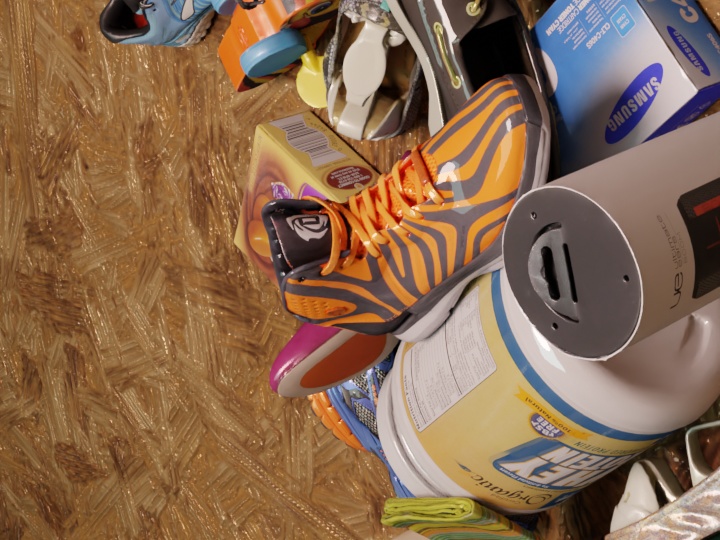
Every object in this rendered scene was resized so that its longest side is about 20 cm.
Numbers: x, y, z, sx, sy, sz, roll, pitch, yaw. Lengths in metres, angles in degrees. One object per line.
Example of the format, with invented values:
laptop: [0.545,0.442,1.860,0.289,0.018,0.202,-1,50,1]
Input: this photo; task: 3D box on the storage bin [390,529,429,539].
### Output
storage bin: [0.079,0.310,0.993,0.199,0.094,0.200,51,141,24]

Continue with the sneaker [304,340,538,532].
sneaker: [0.052,0.115,0.904,0.200,0.075,0.078,41,126,-15]

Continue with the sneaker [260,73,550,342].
sneaker: [0.015,-0.026,0.695,0.200,0.112,0.078,-59,36,43]

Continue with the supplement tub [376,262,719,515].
supplement tub: [0.106,0.058,0.783,0.145,0.144,0.200,59,144,13]

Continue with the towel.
towel: [0.111,0.189,0.838,0.200,0.018,0.086,32,155,-28]

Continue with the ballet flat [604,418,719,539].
ballet flat: [0.195,0.127,0.758,0.200,0.068,0.067,-40,68,33]

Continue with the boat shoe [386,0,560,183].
boat shoe: [0.063,-0.134,0.736,0.061,0.072,0.202,-1,111,50]

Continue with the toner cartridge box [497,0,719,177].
toner cartridge box: [0.122,-0.091,0.773,0.095,0.043,0.200,59,143,13]

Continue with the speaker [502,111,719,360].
speaker: [0.160,-0.029,0.619,0.081,0.200,0.081,28,129,42]

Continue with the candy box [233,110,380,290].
candy box: [-0.008,-0.012,0.973,0.200,0.056,0.117,43,137,29]

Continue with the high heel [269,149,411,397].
high heel: [0.000,0.000,0.852,0.096,0.200,0.067,41,149,26]

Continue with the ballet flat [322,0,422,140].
ballet flat: [0.005,-0.122,0.837,0.072,0.072,0.200,56,161,17]

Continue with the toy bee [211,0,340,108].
toy bee: [-0.040,-0.176,0.911,0.200,0.109,0.131,-145,33,-72]

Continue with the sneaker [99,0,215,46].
sneaker: [-0.140,-0.223,1.006,0.078,0.090,0.200,61,143,10]
